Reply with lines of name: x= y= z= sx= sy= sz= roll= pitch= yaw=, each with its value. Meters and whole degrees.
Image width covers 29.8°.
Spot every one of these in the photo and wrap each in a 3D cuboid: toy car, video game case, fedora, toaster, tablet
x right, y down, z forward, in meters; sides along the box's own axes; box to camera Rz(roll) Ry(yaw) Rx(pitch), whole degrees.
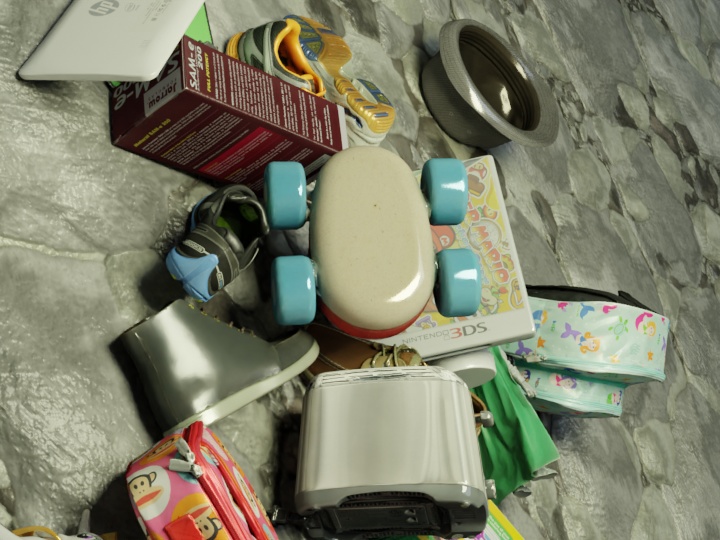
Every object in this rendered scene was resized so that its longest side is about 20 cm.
toy car: x=0.000 y=0.000 z=1.274 sx=0.182 sy=0.200 sz=0.179 roll=-3 pitch=67 yaw=-9
video game case: x=0.069 y=-0.008 z=1.378 sx=0.023 sy=0.180 sz=0.202 roll=76 pitch=2 yaw=-68
fedora: x=0.150 y=-0.217 z=1.694 sx=0.199 sy=0.090 sz=0.178 roll=33 pitch=41 yaw=-28
toaster: x=0.019 y=0.163 z=1.188 sx=0.114 sy=0.197 sz=0.130 roll=73 pitch=15 yaw=-58
tablet: x=-0.205 y=-0.225 z=1.186 sx=0.201 sy=0.129 sz=0.014 roll=-69 pitch=156 yaw=-46

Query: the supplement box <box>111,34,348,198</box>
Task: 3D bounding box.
supplement box: x=-0.117 y=-0.134 z=1.242 sx=0.199 sy=0.108 sz=0.062 roll=19 pitch=54 yaw=-43

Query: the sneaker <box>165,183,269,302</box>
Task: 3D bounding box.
sneaker: x=-0.112 y=-0.033 z=1.195 sx=0.071 sy=0.082 sz=0.200 roll=52 pitch=15 yaw=-12

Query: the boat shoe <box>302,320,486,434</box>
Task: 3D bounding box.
boat shoe: x=0.032 y=0.101 z=1.284 sx=0.199 sy=0.074 sz=0.076 roll=30 pitch=37 yaw=-7

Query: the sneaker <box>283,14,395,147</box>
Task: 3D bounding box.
sneaker: x=-0.043 y=-0.190 z=1.437 sx=0.075 sy=0.089 sz=0.201 roll=0 pitch=44 yaw=-37

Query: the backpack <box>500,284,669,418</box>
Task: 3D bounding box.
backpack: x=0.241 y=0.088 z=1.515 sx=0.177 sy=0.198 sz=0.153 roll=16 pitch=75 yaw=-49

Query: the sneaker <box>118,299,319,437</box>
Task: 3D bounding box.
sneaker: x=-0.114 y=0.062 z=1.155 sx=0.200 sy=0.074 sz=0.107 roll=-29 pitch=91 yaw=-56

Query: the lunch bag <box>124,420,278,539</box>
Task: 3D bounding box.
lunch bag: x=-0.101 y=0.216 z=0.991 sx=0.201 sy=0.081 sz=0.176 roll=61 pitch=-4 yaw=-4

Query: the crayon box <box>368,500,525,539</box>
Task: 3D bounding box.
crayon box: x=0.100 y=0.279 z=1.313 sx=0.200 sy=0.058 sz=0.119 roll=50 pitch=35 yaw=-19

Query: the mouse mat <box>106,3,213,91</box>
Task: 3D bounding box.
mouse mat: x=-0.200 y=-0.245 z=1.309 sx=0.160 sy=0.007 sz=0.202 roll=12 pitch=59 yaw=-50

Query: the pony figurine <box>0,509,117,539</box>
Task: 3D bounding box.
pony figurine: x=-0.194 y=0.223 z=0.873 sx=0.194 sy=0.166 sz=0.200 roll=54 pitch=14 yaw=32

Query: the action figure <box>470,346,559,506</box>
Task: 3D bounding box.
action figure: x=0.146 y=0.140 z=1.446 sx=0.054 sy=0.118 sz=0.202 roll=9 pitch=50 yaw=-42

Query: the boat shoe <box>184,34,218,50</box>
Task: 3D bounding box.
boat shoe: x=-0.158 y=-0.190 z=1.271 sx=0.199 sy=0.070 sz=0.067 roll=20 pitch=54 yaw=-37

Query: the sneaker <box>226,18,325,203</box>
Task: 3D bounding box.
sneaker: x=-0.067 y=-0.161 z=1.372 sx=0.078 sy=0.077 sz=0.202 roll=-26 pitch=91 yaw=-58

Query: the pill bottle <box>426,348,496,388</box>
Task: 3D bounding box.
pill bottle: x=0.088 y=0.022 z=1.433 sx=0.104 sy=0.104 sz=0.202 roll=16 pitch=55 yaw=-48
